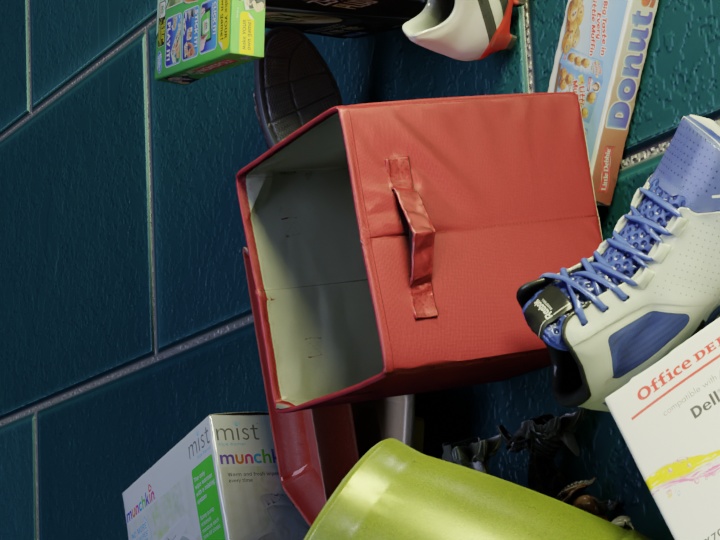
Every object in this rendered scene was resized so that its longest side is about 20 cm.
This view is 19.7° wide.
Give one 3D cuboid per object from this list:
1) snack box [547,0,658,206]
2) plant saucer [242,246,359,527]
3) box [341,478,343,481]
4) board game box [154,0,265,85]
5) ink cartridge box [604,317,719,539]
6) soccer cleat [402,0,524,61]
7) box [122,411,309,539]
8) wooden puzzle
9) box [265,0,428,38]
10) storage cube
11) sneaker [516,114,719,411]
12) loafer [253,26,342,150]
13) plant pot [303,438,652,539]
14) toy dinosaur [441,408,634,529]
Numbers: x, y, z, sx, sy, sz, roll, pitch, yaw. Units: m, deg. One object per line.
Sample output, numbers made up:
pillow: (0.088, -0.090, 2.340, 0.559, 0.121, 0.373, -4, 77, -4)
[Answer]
snack box: (0.158, -0.148, 1.358, 0.072, 0.024, 0.201, 34, 116, 56)
plant saucer: (-0.040, 0.091, 1.554, 0.200, 0.036, 0.201, -146, 46, -73)
box: (0.059, 0.229, 1.377, 0.201, 0.041, 0.156, 69, 162, -5)
board game box: (-0.108, -0.245, 1.514, 0.134, 0.029, 0.201, -9, 78, 62)
ink cartridge box: (0.214, 0.094, 1.139, 0.117, 0.067, 0.201, -37, 48, 15)
soccer cleat: (0.082, -0.244, 1.444, 0.069, 0.085, 0.201, 39, 120, 56)
box: (-0.110, 0.233, 1.731, 0.200, 0.096, 0.177, -41, 54, 53)
wooden puzzle: (0.015, 0.168, 1.541, 0.185, 0.037, 0.201, 178, 91, -77)
box: (-0.029, -0.235, 1.566, 0.200, 0.163, 0.087, -1, 86, 60)
storage cube: (0.043, -0.010, 1.361, 0.200, 0.179, 0.172, -25, 73, 61)
sneaker: (0.161, 0.009, 1.241, 0.081, 0.115, 0.200, 47, 127, 51)
loafer: (-0.043, -0.089, 1.630, 0.063, 0.072, 0.201, -25, 85, 63)
plant pot: (0.061, 0.200, 1.212, 0.192, 0.200, 0.201, 32, 122, 14)
toy dinosaur: (0.106, 0.170, 1.356, 0.199, 0.102, 0.137, -15, 90, 38)
